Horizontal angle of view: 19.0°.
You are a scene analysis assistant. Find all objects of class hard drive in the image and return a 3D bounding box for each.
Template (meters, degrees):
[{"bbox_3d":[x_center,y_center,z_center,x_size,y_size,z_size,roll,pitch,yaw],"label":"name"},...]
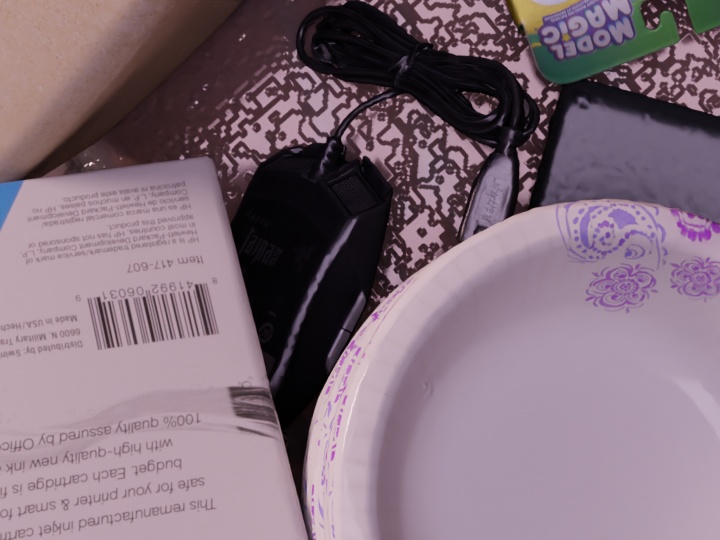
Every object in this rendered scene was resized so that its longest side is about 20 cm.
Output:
[{"bbox_3d":[0.158,0.015,0.869,0.198,0.033,0.141,16,94,3],"label":"hard drive"}]

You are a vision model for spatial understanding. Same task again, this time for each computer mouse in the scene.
[{"bbox_3d":[0.000,0.000,0.847,0.140,0.046,0.201,21,86,42],"label":"computer mouse"}]

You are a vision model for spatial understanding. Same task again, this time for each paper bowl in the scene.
[{"bbox_3d":[0.078,0.082,0.750,0.199,0.104,0.203,2,82,-11],"label":"paper bowl"}]

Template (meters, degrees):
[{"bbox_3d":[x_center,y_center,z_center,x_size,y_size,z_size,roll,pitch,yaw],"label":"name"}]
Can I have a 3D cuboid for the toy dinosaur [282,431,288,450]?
[{"bbox_3d":[-0.105,0.120,0.827,0.199,0.088,0.048,-17,120,-24],"label":"toy dinosaur"}]

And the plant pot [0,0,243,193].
[{"bbox_3d":[-0.135,-0.143,0.809,0.199,0.200,0.178,35,110,2],"label":"plant pot"}]

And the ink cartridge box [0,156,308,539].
[{"bbox_3d":[-0.103,0.072,0.752,0.145,0.084,0.201,-7,62,-15],"label":"ink cartridge box"}]

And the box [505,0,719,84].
[{"bbox_3d":[0.092,-0.184,0.859,0.116,0.048,0.202,-19,88,4],"label":"box"}]
